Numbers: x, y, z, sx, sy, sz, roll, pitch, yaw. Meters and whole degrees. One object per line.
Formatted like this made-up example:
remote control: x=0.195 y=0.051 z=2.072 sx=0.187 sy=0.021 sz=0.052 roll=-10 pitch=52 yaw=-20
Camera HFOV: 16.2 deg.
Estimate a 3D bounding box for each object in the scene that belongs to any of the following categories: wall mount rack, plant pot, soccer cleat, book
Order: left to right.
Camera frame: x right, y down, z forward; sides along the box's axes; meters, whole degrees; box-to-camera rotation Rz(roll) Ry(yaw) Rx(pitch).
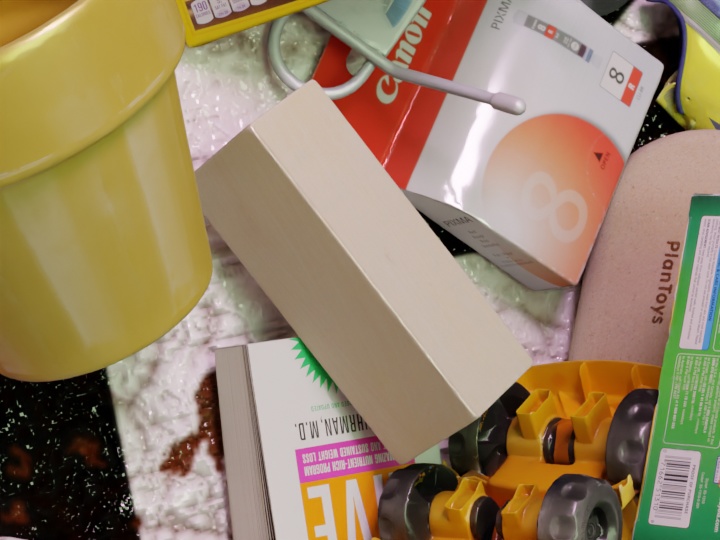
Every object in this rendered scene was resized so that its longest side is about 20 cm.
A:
plant pot: x=-0.166 y=-0.057 z=1.269 sx=0.201 sy=0.200 sz=0.189 roll=-40 pitch=122 yaw=-29
book: x=-0.010 y=0.135 z=1.431 sx=0.133 sy=0.048 sz=0.201 roll=-7 pitch=89 yaw=-39
wall mount rack: x=0.043 y=-0.172 z=1.449 sx=0.174 sy=0.075 sz=0.200 roll=35 pitch=69 yaw=-1
soccer cleat: x=0.232 y=-0.099 z=1.606 sx=0.083 sy=0.065 sz=0.201 roll=-18 pitch=100 yaw=-3

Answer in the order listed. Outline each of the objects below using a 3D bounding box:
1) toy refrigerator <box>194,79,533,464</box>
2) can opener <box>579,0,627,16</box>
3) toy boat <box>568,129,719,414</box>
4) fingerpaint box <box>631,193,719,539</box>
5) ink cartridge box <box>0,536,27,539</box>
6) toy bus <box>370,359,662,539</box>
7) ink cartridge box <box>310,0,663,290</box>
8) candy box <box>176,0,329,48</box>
toy refrigerator: x=0.000 y=0.000 z=1.395 sx=0.200 sy=0.076 sz=0.070 roll=51 pitch=47 yaw=-2
can opener: x=0.192 y=-0.225 z=1.596 sx=0.200 sy=0.053 sz=0.067 roll=-31 pitch=135 yaw=-30
toy boat: x=0.213 y=0.017 z=1.553 sx=0.131 sy=0.130 sz=0.201 roll=34 pitch=65 yaw=-58
fingerpaint box: x=0.241 y=0.076 z=1.421 sx=0.167 sy=0.073 sz=0.201 roll=24 pitch=74 yaw=-48
ink cartridge box: x=-0.127 y=0.191 z=1.285 sx=0.199 sy=0.146 sz=0.083 roll=14 pitch=76 yaw=-32
toy bus: x=0.114 y=0.172 z=1.440 sx=0.200 sy=0.135 sz=0.193 roll=-42 pitch=125 yaw=-46
ink cartridge box: x=0.075 y=-0.106 z=1.501 sx=0.200 sy=0.050 sz=0.163 roll=35 pitch=67 yaw=-27
candy box: x=-0.021 y=-0.199 z=1.376 sx=0.103 sy=0.199 sz=0.026 roll=71 pitch=21 yaw=-4
